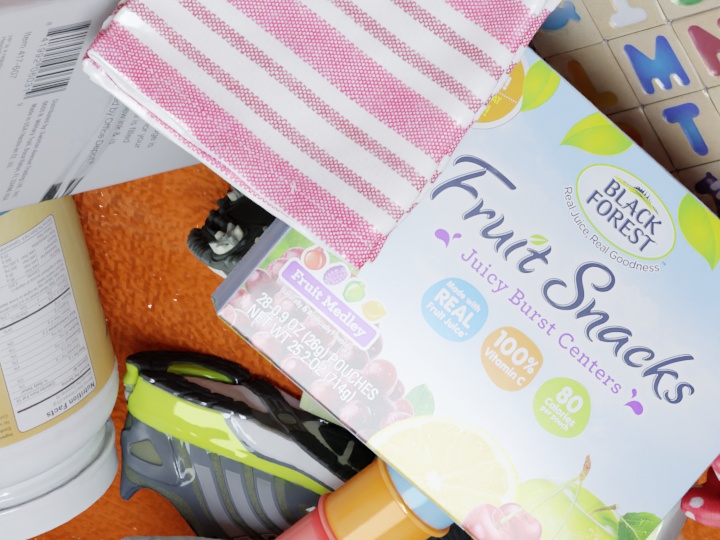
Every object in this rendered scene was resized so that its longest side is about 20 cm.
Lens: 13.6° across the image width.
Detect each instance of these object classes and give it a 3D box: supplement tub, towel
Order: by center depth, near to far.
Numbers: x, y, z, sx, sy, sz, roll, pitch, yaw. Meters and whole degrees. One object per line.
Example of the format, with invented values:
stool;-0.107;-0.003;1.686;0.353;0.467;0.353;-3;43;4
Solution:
towel;0.001;-0.120;1.200;0.146;0.200;0.030;36;180;5
supplement tub;-0.199;0.020;1.471;0.144;0.145;0.201;4;119;31

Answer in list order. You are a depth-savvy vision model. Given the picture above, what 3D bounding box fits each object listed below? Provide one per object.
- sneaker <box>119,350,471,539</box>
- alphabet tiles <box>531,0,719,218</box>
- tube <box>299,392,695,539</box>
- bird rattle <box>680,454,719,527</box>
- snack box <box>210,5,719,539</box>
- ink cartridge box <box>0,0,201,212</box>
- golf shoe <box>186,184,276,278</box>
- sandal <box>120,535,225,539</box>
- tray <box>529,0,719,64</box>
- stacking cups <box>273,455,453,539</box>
sneaker;-0.035;0.110;1.496;0.199;0.074;0.081;26;114;22
alphabet tiles;0.111;-0.083;1.267;0.199;0.008;0.168;-13;116;40
tube;0.061;0.080;1.438;0.199;0.058;0.052;27;176;17
bird rattle;0.226;0.143;1.312;0.113;0.163;0.200;-37;111;27
snack box;0.065;0.016;1.255;0.200;0.169;0.068;42;-179;-9
ink cartridge box;-0.127;-0.104;1.292;0.084;0.199;0.146;56;142;24
golf shoe;0.000;0.000;1.375;0.199;0.077;0.088;7;137;47
sandal;-0.041;0.181;1.496;0.079;0.060;0.206;-1;158;38
tray;0.118;-0.067;1.296;0.199;0.022;0.108;22;135;16
stacking cups;0.039;0.087;1.395;0.200;0.061;0.061;-35;104;21
